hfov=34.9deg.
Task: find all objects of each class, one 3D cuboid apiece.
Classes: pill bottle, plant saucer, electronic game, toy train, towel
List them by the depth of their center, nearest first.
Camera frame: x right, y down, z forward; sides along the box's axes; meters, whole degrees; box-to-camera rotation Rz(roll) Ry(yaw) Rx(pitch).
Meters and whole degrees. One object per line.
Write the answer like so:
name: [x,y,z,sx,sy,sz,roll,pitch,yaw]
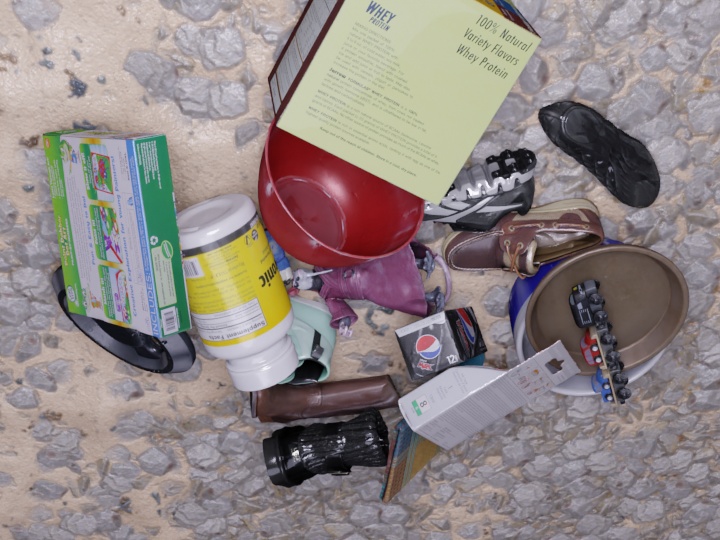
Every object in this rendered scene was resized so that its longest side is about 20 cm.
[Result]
pill bottle: [-0.138,0.027,1.272,0.109,0.112,0.203,-15,113,8]
toy train: [0.286,0.092,1.374,0.045,0.034,0.202,-16,127,12]
plant saucer: [0.294,0.045,1.377,0.196,0.030,0.203,-2,128,-2]
electronic game: [-0.285,0.059,1.382,0.197,0.042,0.201,23,151,14]
towel: [0.094,0.199,1.500,0.022,0.199,0.148,29,133,24]

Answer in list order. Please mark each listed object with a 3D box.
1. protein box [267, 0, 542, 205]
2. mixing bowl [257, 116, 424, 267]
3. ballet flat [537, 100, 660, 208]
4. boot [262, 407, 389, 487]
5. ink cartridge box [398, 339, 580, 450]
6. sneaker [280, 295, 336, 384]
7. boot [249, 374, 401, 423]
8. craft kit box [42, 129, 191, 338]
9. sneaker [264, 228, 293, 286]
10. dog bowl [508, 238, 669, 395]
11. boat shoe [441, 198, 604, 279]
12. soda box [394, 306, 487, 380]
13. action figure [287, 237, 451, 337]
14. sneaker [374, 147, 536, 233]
protein box: [0.038,-0.215,1.170,0.196,0.136,0.201,23,114,-21]
mixing bowl: [-0.039,-0.082,1.270,0.198,0.203,0.108,24,144,-21]
ballet flat: [0.284,-0.138,1.332,0.199,0.057,0.067,35,91,-33]
boot: [-0.036,0.232,1.510,0.155,0.211,0.081,-16,87,3]
ink cartridge box: [0.156,0.137,1.369,0.198,0.050,0.161,-34,155,7]
sneaker: [-0.122,0.076,1.413,0.197,0.119,0.074,14,128,-12]
boot: [-0.042,0.157,1.483,0.196,0.065,0.187,-3,167,2]
craft kit box: [-0.258,-0.043,1.200,0.048,0.196,0.204,-17,108,-42]
sneaker: [-0.182,-0.007,1.373,0.196,0.091,0.079,-11,173,3]
dog bowl: [0.289,0.060,1.457,0.196,0.079,0.203,-2,128,-3]
boat shoe: [0.197,-0.030,1.383,0.196,0.073,0.073,-11,128,4]
soda box: [0.102,0.086,1.395,0.070,0.200,0.064,-22,85,13]
action figure: [0.000,0.000,1.398,0.197,0.149,0.136,-1,102,20]
sneaker: [0.116,-0.076,1.346,0.197,0.067,0.092,-14,126,4]
